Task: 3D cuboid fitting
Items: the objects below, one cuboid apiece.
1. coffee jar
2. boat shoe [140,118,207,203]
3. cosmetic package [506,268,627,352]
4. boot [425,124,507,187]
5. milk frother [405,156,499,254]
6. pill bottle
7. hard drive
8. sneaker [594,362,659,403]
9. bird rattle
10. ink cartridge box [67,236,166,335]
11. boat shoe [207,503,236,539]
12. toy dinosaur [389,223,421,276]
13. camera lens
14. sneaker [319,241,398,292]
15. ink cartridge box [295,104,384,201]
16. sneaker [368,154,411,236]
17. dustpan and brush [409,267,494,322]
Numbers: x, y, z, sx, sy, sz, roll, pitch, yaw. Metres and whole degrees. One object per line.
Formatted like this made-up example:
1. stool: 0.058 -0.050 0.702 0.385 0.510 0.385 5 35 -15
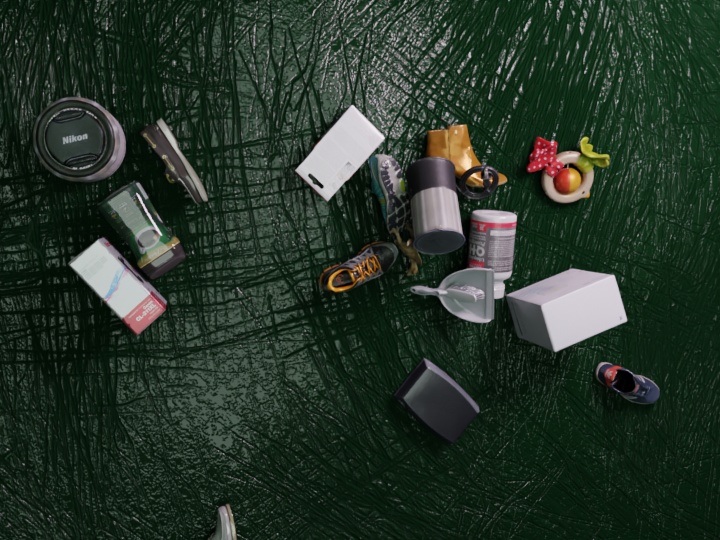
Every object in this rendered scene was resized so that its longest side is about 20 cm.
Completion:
1. coffee jar: -0.470 -0.085 1.563 0.104 0.085 0.201 -34 101 -11
2. boat shoe: -0.404 -0.228 1.574 0.060 0.072 0.202 -31 95 -4
3. cosmetic package: 0.493 0.090 1.748 0.198 0.200 0.124 -21 100 -11
4. boot: 0.255 -0.273 1.717 0.199 0.071 0.146 -1 104 -6
5. milk frother: 0.216 -0.144 1.630 0.198 0.180 0.190 -14 64 21
6. pill bottle: 0.312 -0.039 1.734 0.110 0.111 0.202 0 102 -13
7. hard drive: 0.193 0.328 1.783 0.200 0.042 0.135 42 85 -14
8. sneaker: 0.709 0.304 1.880 0.198 0.084 0.076 21 91 -15
9. bird rattle: 0.505 -0.243 1.773 0.198 0.113 0.165 -9 114 -9
10. ink cartridge box: -0.511 0.029 1.534 0.083 0.146 0.200 -42 103 -7
11. boat shoe: -0.325 0.646 1.678 0.068 0.075 0.202 -3 97 -18
12. toy dinosaur: 0.116 -0.059 1.671 0.058 0.200 0.102 -27 67 -6
13. camera lens: -0.563 -0.261 1.464 0.158 0.200 0.162 -1 96 -13
14. sneaker: 0.000 0.000 1.675 0.199 0.077 0.079 -30 100 0
15. ink cartridge box: -0.051 -0.268 1.662 0.109 0.050 0.200 42 86 -14
16. sneaker: 0.067 -0.178 1.687 0.077 0.079 0.202 -27 120 -26
17. dustpan and brush: 0.216 0.052 1.724 0.057 0.198 0.141 -35 128 -50
